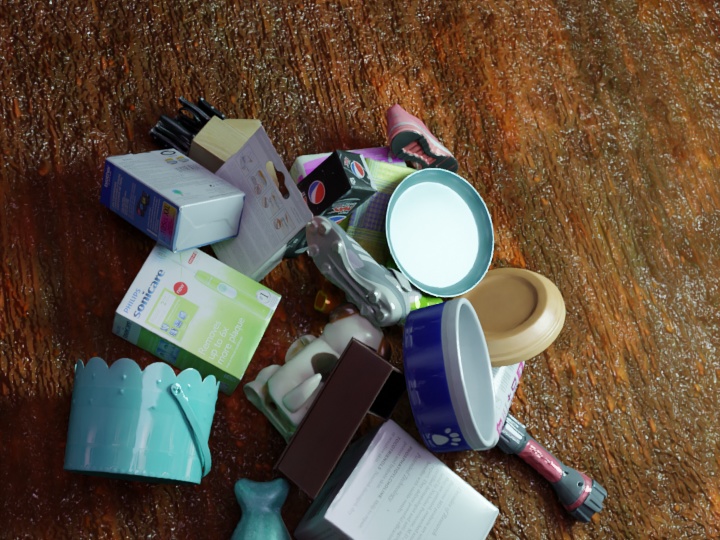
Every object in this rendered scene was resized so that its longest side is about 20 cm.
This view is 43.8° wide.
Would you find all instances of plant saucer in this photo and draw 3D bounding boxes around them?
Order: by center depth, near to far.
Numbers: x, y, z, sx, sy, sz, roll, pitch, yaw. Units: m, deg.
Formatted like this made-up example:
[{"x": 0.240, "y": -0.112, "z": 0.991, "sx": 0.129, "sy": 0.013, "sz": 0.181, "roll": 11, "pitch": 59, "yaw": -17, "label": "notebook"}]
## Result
[{"x": 0.213, "y": 0.063, "z": 1.377, "sx": 0.196, "sy": 0.038, "sz": 0.202, "roll": -14, "pitch": 38, "yaw": 11, "label": "plant saucer"}, {"x": 0.121, "y": -0.058, "z": 1.404, "sx": 0.197, "sy": 0.027, "sz": 0.205, "roll": 6, "pitch": 78, "yaw": -27, "label": "plant saucer"}]

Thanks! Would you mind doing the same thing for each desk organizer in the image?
[{"x": -0.021, "y": 0.200, "z": 1.182, "sx": 0.076, "sy": 0.072, "sz": 0.202, "roll": 30, "pitch": 88, "yaw": 34, "label": "desk organizer"}]

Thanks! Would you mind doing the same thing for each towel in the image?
[{"x": 0.039, "y": -0.067, "z": 1.424, "sx": 0.141, "sy": 0.023, "sz": 0.204, "roll": 9, "pitch": 99, "yaw": -28, "label": "towel"}]

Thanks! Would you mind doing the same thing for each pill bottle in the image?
[{"x": 0.190, "y": 0.165, "z": 1.399, "sx": 0.112, "sy": 0.113, "sz": 0.202, "roll": 29, "pitch": 61, "yaw": -6, "label": "pill bottle"}]

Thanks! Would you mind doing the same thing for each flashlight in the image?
[{"x": 0.290, "y": 0.307, "z": 1.402, "sx": 0.199, "sy": 0.068, "sz": 0.068, "roll": 40, "pitch": 55, "yaw": -2, "label": "flashlight"}]

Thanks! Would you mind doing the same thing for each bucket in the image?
[{"x": -0.283, "y": 0.199, "z": 1.158, "sx": 0.203, "sy": 0.207, "sz": 0.138, "roll": 10, "pitch": 73, "yaw": -16, "label": "bucket"}]

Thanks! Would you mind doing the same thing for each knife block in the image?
[{"x": -0.233, "y": -0.180, "z": 1.405, "sx": 0.172, "sy": 0.064, "sz": 0.203, "roll": -5, "pitch": 60, "yaw": -25, "label": "knife block"}]

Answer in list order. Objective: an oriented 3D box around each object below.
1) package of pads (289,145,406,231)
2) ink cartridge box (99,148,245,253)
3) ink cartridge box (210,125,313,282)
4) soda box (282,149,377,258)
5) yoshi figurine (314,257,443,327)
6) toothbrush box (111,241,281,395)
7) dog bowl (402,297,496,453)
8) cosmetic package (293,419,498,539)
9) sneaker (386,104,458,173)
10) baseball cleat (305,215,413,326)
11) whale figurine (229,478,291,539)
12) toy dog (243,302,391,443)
[{"x": -0.003, "y": -0.118, "z": 1.476, "sx": 0.197, "sy": 0.068, "sz": 0.157, "roll": -11, "pitch": 71, "yaw": -24, "label": "package of pads"}, {"x": -0.284, "y": -0.113, "z": 1.309, "sx": 0.199, "sy": 0.077, "sz": 0.135, "roll": 33, "pitch": 29, "yaw": 27, "label": "ink cartridge box"}, {"x": -0.156, "y": -0.091, "z": 1.334, "sx": 0.050, "sy": 0.199, "sz": 0.163, "roll": -14, "pitch": 70, "yaw": -55, "label": "ink cartridge box"}, {"x": -0.069, "y": -0.097, "z": 1.363, "sx": 0.063, "sy": 0.199, "sz": 0.072, "roll": 1, "pitch": 60, "yaw": -49, "label": "soda box"}, {"x": 0.031, "y": 0.039, "z": 1.399, "sx": 0.196, "sy": 0.113, "sz": 0.114, "roll": 13, "pitch": 57, "yaw": -15, "label": "yoshi figurine"}, {"x": -0.236, "y": 0.063, "z": 1.299, "sx": 0.198, "sy": 0.086, "sz": 0.147, "roll": 29, "pitch": 60, "yaw": -5, "label": "toothbrush box"}, {"x": 0.125, "y": 0.145, "z": 1.228, "sx": 0.077, "sy": 0.200, "sz": 0.204, "roll": -12, "pitch": 66, "yaw": 18, "label": "dog bowl"}, {"x": 0.045, "y": 0.347, "z": 1.233, "sx": 0.199, "sy": 0.168, "sz": 0.167, "roll": 39, "pitch": 60, "yaw": -1, "label": "cosmetic package"}, {"x": 0.104, "y": -0.215, "z": 1.511, "sx": 0.200, "sy": 0.073, "sz": 0.088, "roll": 36, "pitch": 31, "yaw": -53, "label": "sneaker"}, {"x": 0.000, "y": 0.000, "z": 1.312, "sx": 0.106, "sy": 0.070, "sz": 0.201, "roll": -12, "pitch": 61, "yaw": -54, "label": "baseball cleat"}, {"x": -0.133, "y": 0.375, "z": 1.165, "sx": 0.156, "sy": 0.104, "sz": 0.204, "roll": 1, "pitch": 80, "yaw": 4, "label": "whale figurine"}, {"x": -0.053, "y": 0.137, "z": 1.281, "sx": 0.139, "sy": 0.195, "sz": 0.199, "roll": 42, "pitch": 65, "yaw": 16, "label": "toy dog"}]
